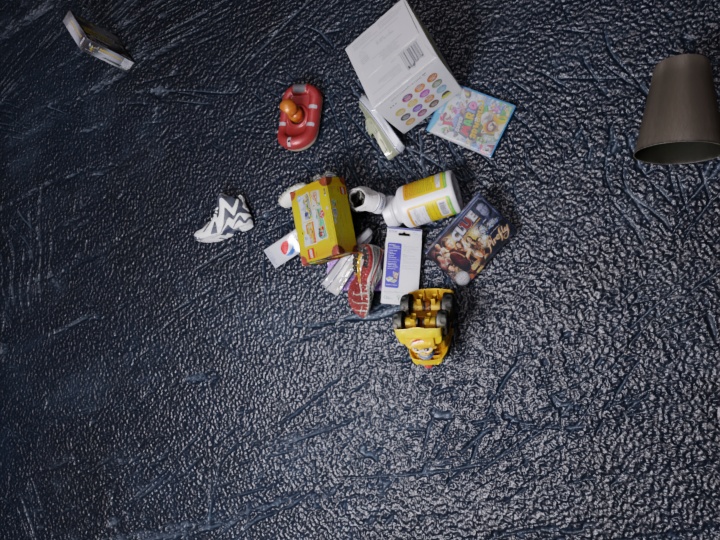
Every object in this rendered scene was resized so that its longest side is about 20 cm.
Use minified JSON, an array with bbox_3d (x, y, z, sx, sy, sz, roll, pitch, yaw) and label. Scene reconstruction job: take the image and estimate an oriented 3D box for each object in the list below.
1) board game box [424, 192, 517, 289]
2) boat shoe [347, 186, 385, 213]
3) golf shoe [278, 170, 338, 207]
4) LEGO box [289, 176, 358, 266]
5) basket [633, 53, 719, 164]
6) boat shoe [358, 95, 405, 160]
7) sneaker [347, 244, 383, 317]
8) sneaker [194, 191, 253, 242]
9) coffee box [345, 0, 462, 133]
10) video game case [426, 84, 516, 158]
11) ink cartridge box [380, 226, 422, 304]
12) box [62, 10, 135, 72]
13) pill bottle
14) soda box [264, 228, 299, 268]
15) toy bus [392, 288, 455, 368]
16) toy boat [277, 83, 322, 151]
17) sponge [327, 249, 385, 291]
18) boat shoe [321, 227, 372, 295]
[{"bbox_3d":[0.276,-0.074,1.388,0.135,0.035,0.201,40,101,-5],"label":"board game box"},{"bbox_3d":[-0.005,-0.189,1.475,0.200,0.065,0.073,33,110,62],"label":"boat shoe"},{"bbox_3d":[-0.146,-0.208,1.596,0.197,0.078,0.099,-21,82,21],"label":"golf shoe"},{"bbox_3d":[-0.098,-0.127,1.449,0.147,0.076,0.204,-14,85,43],"label":"LEGO box"},{"bbox_3d":[0.705,-0.354,1.217,0.177,0.135,0.204,3,82,29],"label":"basket"},{"bbox_3d":[0.047,-0.398,1.535,0.062,0.072,0.202,-37,74,12],"label":"boat shoe"},{"bbox_3d":[0.023,0.030,1.461,0.077,0.081,0.204,26,114,41],"label":"sneaker"},{"bbox_3d":[-0.432,-0.172,1.711,0.196,0.079,0.132,-19,76,20],"label":"sneaker"},{"bbox_3d":[0.115,-0.524,1.443,0.198,0.197,0.203,-32,69,21],"label":"coffee box"},{"bbox_3d":[0.290,-0.400,1.459,0.198,0.018,0.145,29,96,24],"label":"video game case"},{"bbox_3d":[0.109,-0.010,1.462,0.097,0.039,0.204,6,86,-1],"label":"ink cartridge box"},{"bbox_3d":[-0.906,-0.793,1.921,0.048,0.199,0.159,-42,69,16],"label":"box"},{"bbox_3d":[0.158,-0.178,1.439,0.197,0.111,0.113,-16,78,21],"label":"pill bottle"},{"bbox_3d":[-0.177,-0.089,1.587,0.198,0.068,0.064,-31,99,17],"label":"soda box"},{"bbox_3d":[0.164,0.164,1.355,0.133,0.200,0.196,-1,113,18],"label":"toy bus"},{"bbox_3d":[-0.191,-0.456,1.611,0.128,0.130,0.204,5,86,24],"label":"toy boat"},{"bbox_3d":[0.000,0.000,1.531,0.196,0.030,0.114,0,84,24],"label":"sponge"},{"bbox_3d":[-0.022,-0.022,1.493,0.065,0.072,0.201,39,85,-8],"label":"boat shoe"}]
